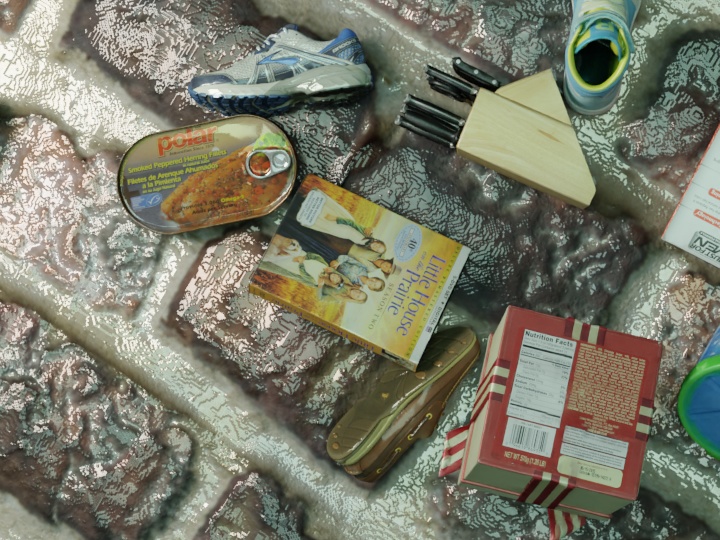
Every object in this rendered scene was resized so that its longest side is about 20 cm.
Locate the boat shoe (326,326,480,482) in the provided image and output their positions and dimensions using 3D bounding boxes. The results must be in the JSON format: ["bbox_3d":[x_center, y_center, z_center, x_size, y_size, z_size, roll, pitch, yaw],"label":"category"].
[{"bbox_3d":[0.054,0.143,1.422,0.200,0.072,0.068,-44,118,-5],"label":"boat shoe"}]

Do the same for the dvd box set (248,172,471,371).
[{"bbox_3d":[0.000,0.000,1.419,0.199,0.029,0.147,26,71,6],"label":"dvd box set"}]

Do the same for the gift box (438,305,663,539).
[{"bbox_3d":[0.186,0.160,1.340,0.183,0.187,0.202,18,75,4],"label":"gift box"}]

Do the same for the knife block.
[{"bbox_3d":[0.138,-0.134,1.415,0.174,0.064,0.202,-21,87,5],"label":"knife block"}]

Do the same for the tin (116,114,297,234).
[{"bbox_3d":[-0.165,-0.106,1.448,0.198,0.042,0.113,-10,104,6],"label":"tin"}]

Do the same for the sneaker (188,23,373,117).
[{"bbox_3d":[-0.088,-0.218,1.443,0.198,0.077,0.086,-6,78,-2],"label":"sneaker"}]

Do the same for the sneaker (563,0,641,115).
[{"bbox_3d":[0.252,-0.267,1.373,0.079,0.131,0.202,4,89,7],"label":"sneaker"}]

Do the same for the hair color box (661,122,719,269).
[{"bbox_3d":[0.399,-0.101,1.370,0.101,0.061,0.201,28,101,11],"label":"hair color box"}]

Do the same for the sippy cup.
[{"bbox_3d":[0.397,0.103,1.334,0.140,0.131,0.177,47,134,-15],"label":"sippy cup"}]
